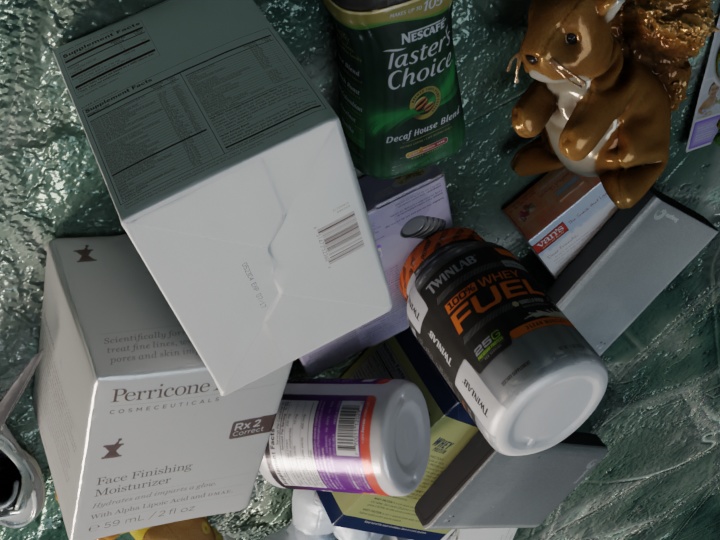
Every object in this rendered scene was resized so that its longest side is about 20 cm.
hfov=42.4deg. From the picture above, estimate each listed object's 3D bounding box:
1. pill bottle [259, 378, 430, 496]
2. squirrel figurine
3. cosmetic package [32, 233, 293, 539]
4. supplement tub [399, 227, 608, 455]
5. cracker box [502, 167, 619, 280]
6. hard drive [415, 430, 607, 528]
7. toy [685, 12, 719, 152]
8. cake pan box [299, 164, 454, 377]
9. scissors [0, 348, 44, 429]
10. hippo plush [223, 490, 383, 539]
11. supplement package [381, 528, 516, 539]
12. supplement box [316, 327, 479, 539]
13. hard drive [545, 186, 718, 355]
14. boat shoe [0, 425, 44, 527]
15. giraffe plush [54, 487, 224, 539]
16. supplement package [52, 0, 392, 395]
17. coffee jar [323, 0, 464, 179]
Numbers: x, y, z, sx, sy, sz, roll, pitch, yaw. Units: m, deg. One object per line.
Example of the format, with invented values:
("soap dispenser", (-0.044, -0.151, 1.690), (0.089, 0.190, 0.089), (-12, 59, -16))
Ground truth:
("pill bottle", (-0.039, 0.165, 0.934), (0.199, 0.112, 0.111), (-3, 149, 29))
("squirrel figurine", (0.214, -0.187, 0.818), (0.200, 0.141, 0.187), (-41, 130, -11))
("cosmetic package", (-0.177, 0.094, 0.795), (0.164, 0.165, 0.201), (-5, 132, -30))
("supplement tub", (0.121, 0.058, 0.848), (0.122, 0.200, 0.123), (-19, 138, -18))
("cracker box", (0.256, -0.045, 1.015), (0.134, 0.058, 0.200), (-39, 140, 8))
("hard drive", (0.171, 0.232, 1.035), (0.199, 0.033, 0.140), (13, 122, -42))
("toy", (0.413, -0.210, 0.959), (0.114, 0.047, 0.201), (-18, 138, -19))
("cake pan box", (0.000, 0.000, 0.904), (0.199, 0.052, 0.185), (-27, 137, -6))
("scissors", (-0.306, 0.141, 0.766), (0.200, 0.014, 0.073), (-40, 125, 9))
("hippo plush", (-0.051, 0.312, 1.141), (0.199, 0.159, 0.162), (27, 98, 0))
("supplement package", (0.102, 0.319, 1.229), (0.199, 0.118, 0.117), (-10, 135, -24))
("supplement box", (0.068, 0.188, 1.064), (0.200, 0.135, 0.199), (-47, 138, 17))
("hard drive", (0.281, 0.006, 1.011), (0.139, 0.033, 0.200), (17, 120, -42))
("boat shoe", (-0.338, 0.190, 0.848), (0.070, 0.072, 0.202), (-19, 137, -15))
("giraffe plush", (-0.197, 0.267, 0.954), (0.172, 0.163, 0.200), (-37, 139, 6))
("supplement package", (-0.096, -0.063, 0.667), (0.146, 0.200, 0.192), (-26, 140, -8))
("coffee jar", (0.027, -0.174, 0.722), (0.104, 0.086, 0.201), (-22, 138, -12))
